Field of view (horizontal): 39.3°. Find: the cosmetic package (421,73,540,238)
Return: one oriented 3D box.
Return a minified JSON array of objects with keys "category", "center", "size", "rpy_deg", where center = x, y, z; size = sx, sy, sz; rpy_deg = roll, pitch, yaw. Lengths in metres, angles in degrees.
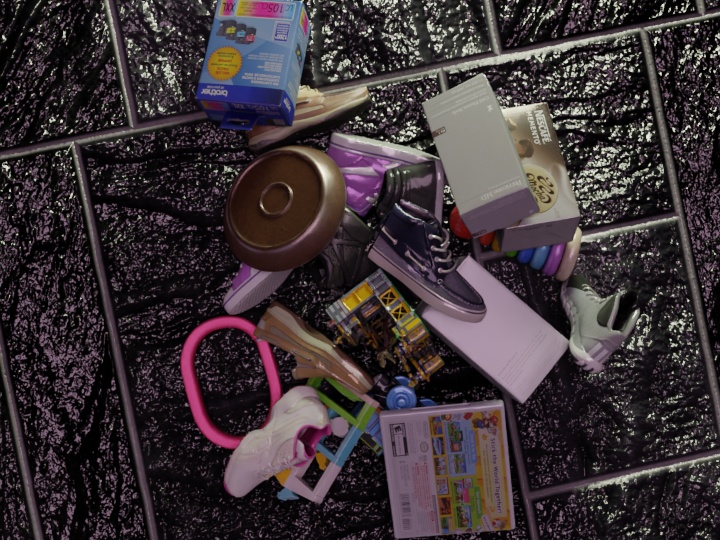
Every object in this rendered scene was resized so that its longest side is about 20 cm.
[{"category":"cosmetic package","center":[0.168,-0.160,1.419],"size":[0.106,0.090,0.202],"rpy_deg":[-24,59,12]}]

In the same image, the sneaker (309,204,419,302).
[{"category":"sneaker","center":[0.000,0.000,1.502],"size":[0.114,0.076,0.199],"rpy_deg":[-47,118,4]}]

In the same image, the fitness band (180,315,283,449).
[{"category":"fitness band","center":[-0.193,0.169,1.521],"size":[0.142,0.037,0.202],"rpy_deg":[-15,89,-3]}]

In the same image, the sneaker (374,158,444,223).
[{"category":"sneaker","center":[0.069,-0.063,1.475],"size":[0.098,0.071,0.203],"rpy_deg":[0,107,-3]}]

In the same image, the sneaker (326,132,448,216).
[{"category":"sneaker","center":[0.042,-0.132,1.522],"size":[0.198,0.073,0.116],"rpy_deg":[12,102,-2]}]

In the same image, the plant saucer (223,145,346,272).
[{"category":"plant saucer","center":[-0.118,-0.098,1.464],"size":[0.198,0.034,0.203],"rpy_deg":[-8,66,19]}]

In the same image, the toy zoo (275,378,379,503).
[{"category":"toy zoo","center":[-0.068,0.251,1.493],"size":[0.020,0.131,0.201],"rpy_deg":[33,88,-47]}]

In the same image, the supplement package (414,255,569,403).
[{"category":"supplement package","center":[0.191,0.086,1.505],"size":[0.200,0.117,0.118],"rpy_deg":[40,88,-3]}]

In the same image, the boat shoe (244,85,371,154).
[{"category":"boat shoe","center":[-0.084,-0.242,1.514],"size":[0.198,0.076,0.075],"rpy_deg":[-21,85,-3]}]

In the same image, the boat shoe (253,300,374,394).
[{"category":"boat shoe","center":[-0.072,0.130,1.476],"size":[0.199,0.072,0.076],"rpy_deg":[35,82,21]}]

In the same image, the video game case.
[{"category":"video game case","center":[0.128,0.292,1.470],"size":[0.180,0.023,0.203],"rpy_deg":[-6,105,6]}]

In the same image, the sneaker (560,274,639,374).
[{"category":"sneaker","center":[0.358,0.053,1.470],"size":[0.075,0.201,0.116],"rpy_deg":[31,124,-19]}]

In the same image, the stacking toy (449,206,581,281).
[{"category":"stacking toy","center":[0.230,-0.051,1.531],"size":[0.198,0.085,0.086],"rpy_deg":[16,89,2]}]

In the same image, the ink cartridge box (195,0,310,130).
[{"category":"ink cartridge box","center":[-0.157,-0.291,1.472],"size":[0.135,0.076,0.202],"rpy_deg":[6,76,12]}]

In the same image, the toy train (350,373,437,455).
[{"category":"toy train","center":[0.076,0.248,1.516],"size":[0.200,0.087,0.114],"rpy_deg":[43,96,-4]}]

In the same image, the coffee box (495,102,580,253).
[{"category":"coffee box","center":[0.242,-0.139,1.490],"size":[0.112,0.080,0.202],"rpy_deg":[-9,64,-2]}]

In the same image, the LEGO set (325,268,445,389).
[{"category":"LEGO set","center":[0.030,0.101,1.443],"size":[0.115,0.200,0.154],"rpy_deg":[-36,71,-2]}]

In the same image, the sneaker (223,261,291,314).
[{"category":"sneaker","center":[-0.154,-0.034,1.519],"size":[0.114,0.073,0.201],"rpy_deg":[44,92,17]}]

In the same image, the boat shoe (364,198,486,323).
[{"category":"boat shoe","center":[0.104,-0.015,1.398],"size":[0.199,0.075,0.093],"rpy_deg":[33,118,8]}]

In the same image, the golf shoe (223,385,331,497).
[{"category":"golf shoe","center":[-0.121,0.263,1.466],"size":[0.201,0.075,0.092],"rpy_deg":[-51,51,7]}]
